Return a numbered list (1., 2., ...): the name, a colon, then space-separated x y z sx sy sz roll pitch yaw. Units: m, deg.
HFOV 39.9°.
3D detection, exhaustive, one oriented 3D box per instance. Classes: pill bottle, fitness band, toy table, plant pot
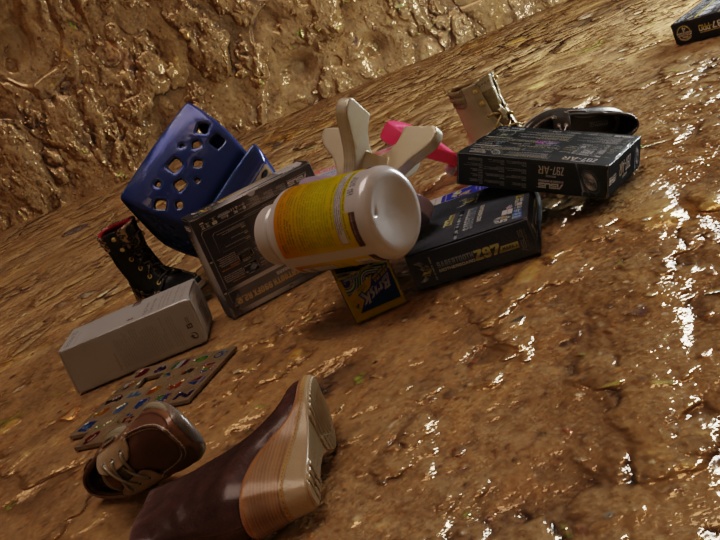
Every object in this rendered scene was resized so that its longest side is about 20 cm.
1. pill bottle: -0.033 -0.056 1.187 0.200 0.109 0.109 -9 22 41
2. fitness band: 0.108 -0.201 1.627 0.143 0.037 0.200 27 13 11
3. toy table: 0.016 -0.131 1.294 0.200 0.184 0.117 10 75 25
4. plant pot: -0.240 -0.123 1.635 0.180 0.200 0.200 27 77 21

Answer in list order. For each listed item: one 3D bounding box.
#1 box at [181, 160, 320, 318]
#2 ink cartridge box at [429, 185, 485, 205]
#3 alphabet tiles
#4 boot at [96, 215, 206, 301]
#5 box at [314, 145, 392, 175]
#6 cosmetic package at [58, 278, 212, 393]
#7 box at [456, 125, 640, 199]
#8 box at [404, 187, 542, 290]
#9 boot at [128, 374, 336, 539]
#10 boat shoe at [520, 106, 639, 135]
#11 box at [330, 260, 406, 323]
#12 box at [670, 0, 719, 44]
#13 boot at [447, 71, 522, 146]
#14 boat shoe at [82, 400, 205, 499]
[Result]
1. box: -0.135 -0.047 1.435 0.200 0.159 0.048 -29 19 -16
2. ink cartridge box: 0.176 -0.101 1.403 0.200 0.037 0.095 -21 15 16
3. alphabet tiles: -0.263 0.159 1.233 0.167 0.008 0.200 -15 19 26
4. boot: -0.344 -0.012 1.610 0.073 0.151 0.200 -42 22 -28
5. box: -0.026 -0.115 1.585 0.200 0.103 0.095 -16 18 12
6. cosmetic package: -0.315 0.091 1.402 0.200 0.074 0.102 -22 16 2
7. box: 0.247 -0.145 1.290 0.200 0.044 0.160 8 24 27
8. box: 0.148 -0.053 1.261 0.157 0.051 0.200 -19 16 18
9. boot: -0.111 0.169 0.877 0.166 0.072 0.200 -18 20 11
10. boat shoe: 0.315 -0.203 1.425 0.200 0.067 0.057 -14 13 -30
11. box: 0.000 0.000 1.273 0.070 0.064 0.200 -24 17 -1
12. box: 0.715 -0.505 1.911 0.161 0.049 0.200 -8 22 46
13. boot: 0.223 -0.228 1.517 0.073 0.156 0.200 -32 19 -27
14. boat shoe: -0.211 0.183 0.949 0.072 0.076 0.200 -48 7 -37
